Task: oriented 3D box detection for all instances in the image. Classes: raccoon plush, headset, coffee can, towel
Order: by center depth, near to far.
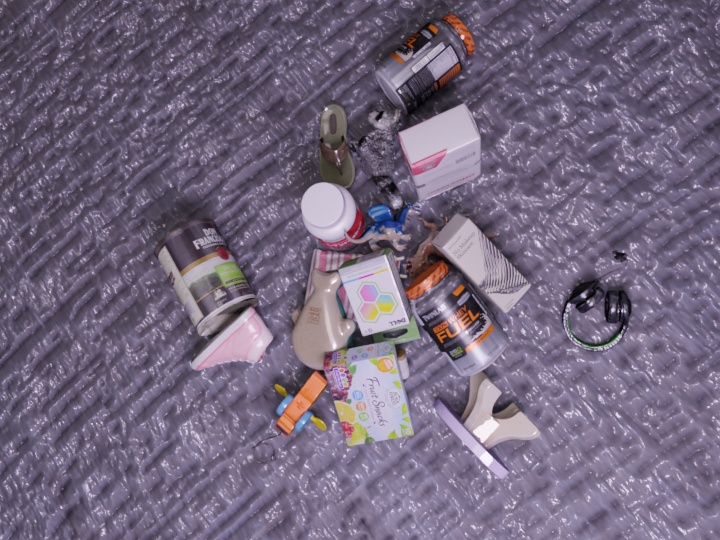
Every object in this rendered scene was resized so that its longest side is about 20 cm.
[{"bbox_3d":[0.472,0.061,1.256,0.122,0.094,0.203,20,97,11],"label":"headset"},{"bbox_3d":[-0.326,0.014,1.368,0.145,0.146,0.202,-33,79,3],"label":"coffee can"},{"bbox_3d":[-0.020,0.035,1.373,0.196,0.030,0.149,7,83,10],"label":"towel"},{"bbox_3d":[0.066,-0.249,1.392,0.133,0.097,0.202,-36,109,-12],"label":"raccoon plush"}]

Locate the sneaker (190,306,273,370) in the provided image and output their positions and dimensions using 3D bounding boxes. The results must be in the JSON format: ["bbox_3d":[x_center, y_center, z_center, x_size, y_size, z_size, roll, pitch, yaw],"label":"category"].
[{"bbox_3d":[-0.269,0.174,1.371,0.199,0.076,0.105,-39,102,17],"label":"sneaker"}]

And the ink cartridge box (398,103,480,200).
[{"bbox_3d":[0.163,-0.231,1.294,0.144,0.200,0.086,-23,73,5],"label":"ink cartridge box"}]

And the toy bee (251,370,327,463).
[{"bbox_3d":[-0.142,0.291,1.320,0.198,0.109,0.132,-29,79,-7],"label":"toy bee"}]

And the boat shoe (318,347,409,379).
[{"bbox_3d":[0.005,0.215,1.324,0.197,0.071,0.070,-12,109,20],"label":"boat shoe"}]

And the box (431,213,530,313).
[{"bbox_3d":[0.239,-0.014,1.272,0.200,0.068,0.082,42,92,-19],"label":"box"}]

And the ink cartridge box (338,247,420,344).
[{"bbox_3d":[0.040,0.067,1.291,0.102,0.059,0.203,-16,103,17],"label":"ink cartridge box"}]

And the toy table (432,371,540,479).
[{"bbox_3d":[0.239,0.282,1.229,0.117,0.184,0.200,-46,56,2],"label":"toy table"}]

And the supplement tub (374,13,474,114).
[{"bbox_3d":[0.138,-0.440,1.368,0.199,0.123,0.123,-40,78,1],"label":"supplement tub"}]

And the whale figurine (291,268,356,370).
[{"bbox_3d":[-0.067,0.100,1.321,0.157,0.103,0.204,6,93,33],"label":"whale figurine"}]

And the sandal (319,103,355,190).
[{"bbox_3d":[-0.060,-0.270,1.409,0.078,0.057,0.205,-9,81,8],"label":"sandal"}]

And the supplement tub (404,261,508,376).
[{"bbox_3d":[0.181,0.090,1.241,0.122,0.123,0.201,-39,94,2],"label":"supplement tub"}]

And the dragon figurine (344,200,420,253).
[{"bbox_3d":[0.041,-0.092,1.315,0.197,0.059,0.100,-6,52,-24],"label":"dragon figurine"}]

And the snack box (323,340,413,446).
[{"bbox_3d":[0.019,0.245,1.272,0.140,0.053,0.203,-12,118,6],"label":"snack box"}]

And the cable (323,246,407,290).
[{"bbox_3d":[0.000,0.000,1.336,0.196,0.050,0.099,-2,86,8],"label":"cable"}]

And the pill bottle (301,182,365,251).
[{"bbox_3d":[-0.056,-0.111,1.313,0.110,0.200,0.115,-1,82,9],"label":"pill bottle"}]

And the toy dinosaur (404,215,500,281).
[{"bbox_3d":[0.183,-0.041,1.328,0.196,0.086,0.138,0,89,-3],"label":"toy dinosaur"}]
